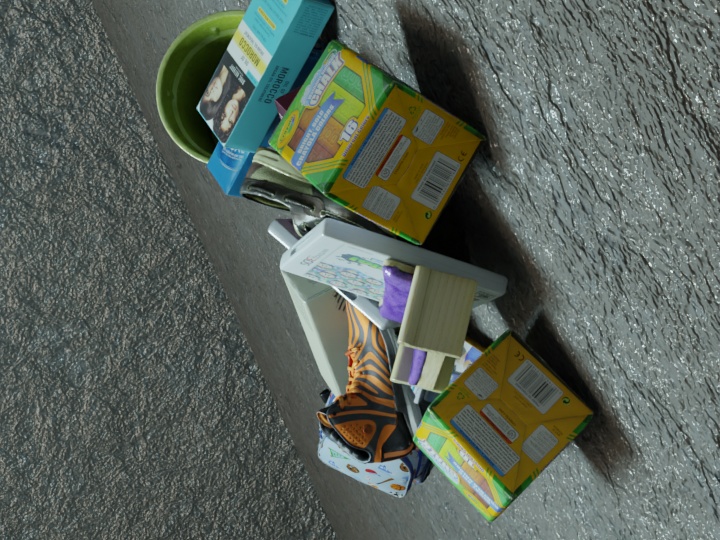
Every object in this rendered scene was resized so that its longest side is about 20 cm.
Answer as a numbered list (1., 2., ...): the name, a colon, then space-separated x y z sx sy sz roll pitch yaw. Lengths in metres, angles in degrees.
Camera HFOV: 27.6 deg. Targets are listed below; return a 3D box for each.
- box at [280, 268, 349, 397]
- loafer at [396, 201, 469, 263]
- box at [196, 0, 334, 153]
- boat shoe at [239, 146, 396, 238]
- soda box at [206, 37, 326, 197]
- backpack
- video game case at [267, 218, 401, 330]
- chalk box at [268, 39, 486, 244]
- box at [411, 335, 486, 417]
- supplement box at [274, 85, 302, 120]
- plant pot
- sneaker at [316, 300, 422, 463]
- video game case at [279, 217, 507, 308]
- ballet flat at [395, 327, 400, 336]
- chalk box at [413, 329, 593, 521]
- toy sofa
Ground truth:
1. box: -0.031 0.072 1.824 0.082 0.068 0.201 52 166 46
2. loafer: 0.058 -0.061 1.570 0.067 0.076 0.201 40 156 46
3. box: -0.110 -0.240 1.664 0.082 0.049 0.201 52 122 39
4. boat shoe: -0.046 -0.064 1.542 0.200 0.066 0.072 30 178 32
5. soda box: -0.103 -0.183 1.737 0.064 0.068 0.201 52 122 39
6. backpack: 0.033 0.200 1.986 0.199 0.155 0.191 20 140 3
7. video game case: 0.000 0.000 1.738 0.182 0.022 0.200 41 -165 16
8. chalk box: 0.004 -0.132 1.416 0.123 0.125 0.200 27 -172 -32
9. box: 0.106 0.136 1.727 0.041 0.120 0.200 22 -175 -25
10. supplement box: -0.009 -0.121 1.645 0.086 0.110 0.201 51 164 44
11. plant pot: -0.150 -0.215 1.919 0.201 0.200 0.184 60 180 10
12. sneaker: -0.004 0.128 1.707 0.078 0.111 0.201 121 130 -71
13. video game case: 0.030 0.003 1.532 0.182 0.199 0.024 147 139 -70
14. ballet flat: 0.064 0.069 1.915 0.200 0.067 0.076 -168 72 -68
15. chalk box: 0.141 0.169 1.524 0.124 0.124 0.200 44 164 12
16. toy sofa: 0.059 0.061 1.509 0.200 0.097 0.083 95 -171 -75
